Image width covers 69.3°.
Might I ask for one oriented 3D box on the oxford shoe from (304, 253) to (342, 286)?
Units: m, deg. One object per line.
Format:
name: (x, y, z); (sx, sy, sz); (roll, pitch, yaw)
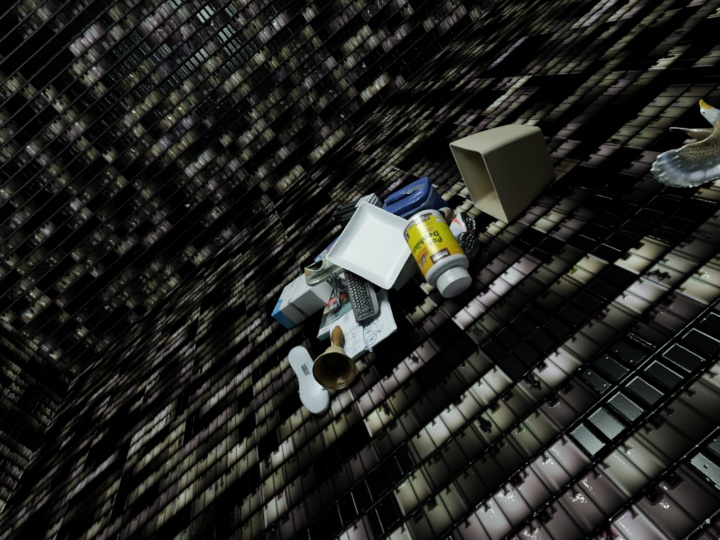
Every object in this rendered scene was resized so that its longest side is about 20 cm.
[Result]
oxford shoe: (-0.077, -0.026, 1.485); (0.199, 0.058, 0.075); (-32, 25, -23)

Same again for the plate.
plate: (0.041, -0.065, 1.379); (0.199, 0.032, 0.201); (25, 71, 21)

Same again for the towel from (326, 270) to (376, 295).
towel: (0.000, 0.000, 1.536); (0.165, 0.086, 0.199); (-35, 29, -21)

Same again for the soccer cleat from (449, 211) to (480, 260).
soccer cleat: (0.259, -0.074, 1.335); (0.073, 0.068, 0.201); (-50, 17, 33)

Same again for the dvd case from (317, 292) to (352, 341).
dvd case: (-0.053, 0.108, 1.541); (0.145, 0.022, 0.201); (-31, 24, 24)

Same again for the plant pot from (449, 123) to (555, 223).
plant pot: (0.375, -0.270, 1.338); (0.176, 0.201, 0.200); (-30, 23, -2)

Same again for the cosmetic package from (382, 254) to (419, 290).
cosmetic package: (0.077, -0.053, 1.435); (0.151, 0.052, 0.199); (-40, 55, -23)

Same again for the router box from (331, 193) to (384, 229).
router box: (0.017, -0.168, 1.753); (0.199, 0.149, 0.051); (-11, 37, 49)

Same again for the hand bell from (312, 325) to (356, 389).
hand bell: (-0.063, 0.193, 1.297); (0.104, 0.104, 0.200); (-35, 20, 14)

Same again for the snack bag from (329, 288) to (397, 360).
snack bag: (0.004, 0.148, 1.355); (0.199, 0.021, 0.189); (-36, 30, 15)

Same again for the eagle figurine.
eagle figurine: (0.660, -0.246, 0.955); (0.150, 0.153, 0.200); (-5, -19, -14)

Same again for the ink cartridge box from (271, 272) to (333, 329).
ink cartridge box: (-0.179, 0.080, 1.683); (0.199, 0.086, 0.147); (-33, 24, 34)

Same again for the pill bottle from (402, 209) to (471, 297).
pill bottle: (0.184, -0.039, 1.233); (0.109, 0.109, 0.201); (-34, 58, 15)

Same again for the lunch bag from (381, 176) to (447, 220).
lunch bag: (0.151, -0.190, 1.604); (0.199, 0.133, 0.136); (-23, 29, 35)

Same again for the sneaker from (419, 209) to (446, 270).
sneaker: (0.192, -0.072, 1.344); (0.080, 0.071, 0.202); (114, 164, -50)

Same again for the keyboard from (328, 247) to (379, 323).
keyboard: (-0.026, 0.043, 1.389); (0.126, 0.021, 0.202); (-26, 63, 23)

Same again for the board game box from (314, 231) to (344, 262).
board game box: (-0.065, -0.079, 1.620); (0.135, 0.034, 0.200); (-43, 2, 12)

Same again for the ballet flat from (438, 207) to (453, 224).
ballet flat: (0.189, -0.098, 1.489); (0.199, 0.068, 0.068); (-38, 42, 22)

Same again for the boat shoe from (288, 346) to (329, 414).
boat shoe: (-0.124, 0.280, 1.290); (0.073, 0.068, 0.200); (-33, 47, -8)
